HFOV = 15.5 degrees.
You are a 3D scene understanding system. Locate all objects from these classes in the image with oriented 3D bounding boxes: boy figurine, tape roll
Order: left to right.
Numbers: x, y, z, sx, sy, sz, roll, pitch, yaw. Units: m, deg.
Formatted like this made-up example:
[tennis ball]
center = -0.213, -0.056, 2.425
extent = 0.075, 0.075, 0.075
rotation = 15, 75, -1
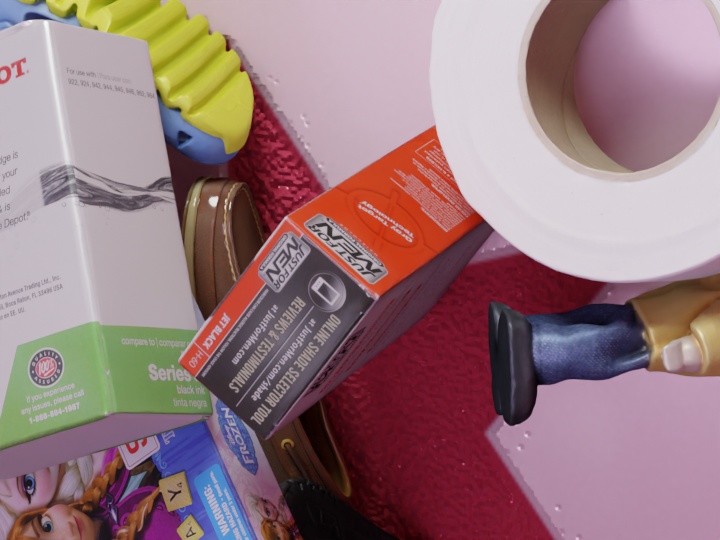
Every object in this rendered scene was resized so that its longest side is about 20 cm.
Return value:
[tape roll]
center = 0.137, -0.094, 1.259
extent = 0.202, 0.071, 0.203
rotation = 0, 90, 25
[boy figurine]
center = 0.163, 0.034, 1.297
extent = 0.200, 0.124, 0.065
rotation = -4, 95, -8

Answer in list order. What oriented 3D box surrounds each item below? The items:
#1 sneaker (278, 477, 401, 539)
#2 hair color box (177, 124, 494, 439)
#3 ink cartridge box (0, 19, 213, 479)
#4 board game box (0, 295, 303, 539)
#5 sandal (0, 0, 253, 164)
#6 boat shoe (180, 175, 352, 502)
[sneaker]
center = -0.031, 0.171, 1.424
extent = 0.104, 0.060, 0.200
rotation = -30, 122, 35
[hair color box]
center = 0.000, 0.000, 1.303
extent = 0.061, 0.200, 0.102
rotation = 41, 117, 7
[ink cartridge box]
center = -0.167, -0.008, 1.324
extent = 0.145, 0.084, 0.200
rotation = -18, 76, 34
[board game box]
center = -0.142, 0.115, 1.377
extent = 0.199, 0.041, 0.200
rotation = -37, 68, 28
[sandal]
center = -0.142, -0.113, 1.405
extent = 0.200, 0.079, 0.087
rotation = 37, 121, 18
[boat shoe]
center = -0.048, 0.042, 1.415
extent = 0.067, 0.072, 0.200
rotation = -4, 111, 19
